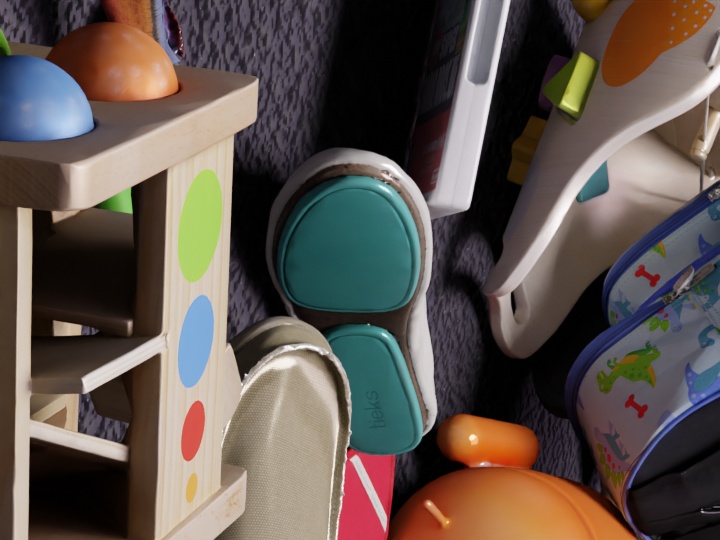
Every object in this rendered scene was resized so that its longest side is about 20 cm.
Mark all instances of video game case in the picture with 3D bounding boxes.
[{"bbox_3d":[0.050,-0.123,1.117,0.143,0.017,0.200,171,-69,-85],"label":"video game case"}]

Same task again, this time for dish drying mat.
[{"bbox_3d":[-0.031,0.119,1.112,0.200,0.018,0.077,-27,125,-63],"label":"dish drying mat"}]

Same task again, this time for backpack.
[{"bbox_3d":[0.209,0.052,1.320,0.200,0.147,0.183,-36,140,4],"label":"backpack"}]

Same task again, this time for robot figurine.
[{"bbox_3d":[0.076,0.156,1.266,0.144,0.117,0.200,-67,159,1],"label":"robot figurine"}]

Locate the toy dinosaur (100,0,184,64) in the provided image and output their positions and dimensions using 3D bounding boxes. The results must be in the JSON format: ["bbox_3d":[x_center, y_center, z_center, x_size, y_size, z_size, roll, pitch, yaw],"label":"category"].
[{"bbox_3d":[-0.090,-0.136,0.825,0.200,0.105,0.182,-3,121,-30],"label":"toy dinosaur"}]

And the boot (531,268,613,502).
[{"bbox_3d":[0.146,0.073,1.500,0.188,0.068,0.200,-68,164,-44],"label":"boot"}]

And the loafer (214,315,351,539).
[{"bbox_3d":[-0.041,0.117,0.992,0.076,0.068,0.200,21,80,-39],"label":"loafer"}]

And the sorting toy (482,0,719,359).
[{"bbox_3d":[0.119,-0.045,1.313,0.180,0.107,0.200,-59,164,-14],"label":"sorting toy"}]

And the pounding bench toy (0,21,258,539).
[{"bbox_3d":[-0.097,-0.003,0.749,0.200,0.124,0.156,-35,132,-65],"label":"pounding bench toy"}]

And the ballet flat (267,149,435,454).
[{"bbox_3d":[0.000,0.000,1.067,0.200,0.069,0.069,81,29,-51],"label":"ballet flat"}]
